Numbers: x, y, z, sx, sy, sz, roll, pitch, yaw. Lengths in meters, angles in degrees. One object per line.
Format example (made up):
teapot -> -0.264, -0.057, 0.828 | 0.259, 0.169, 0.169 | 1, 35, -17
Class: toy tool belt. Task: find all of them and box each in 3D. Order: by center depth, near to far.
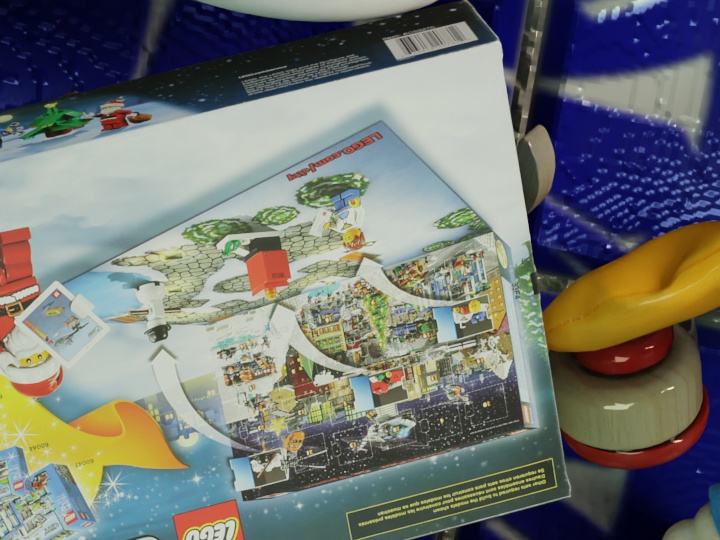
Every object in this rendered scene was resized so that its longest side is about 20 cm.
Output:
toy tool belt -> 0.000, 0.000, 0.822 | 0.199, 0.125, 0.123 | 0, 127, 12

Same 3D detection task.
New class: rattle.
rattle -> 0.113, -0.087, 0.749 | 0.142, 0.130, 0.201 | -1, 116, 28

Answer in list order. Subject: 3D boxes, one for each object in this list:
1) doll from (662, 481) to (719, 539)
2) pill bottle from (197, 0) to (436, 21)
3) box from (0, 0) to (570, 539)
doll -> 0.152, 0.086, 0.781 | 0.136, 0.049, 0.200 | 10, 137, 6
pill bottle -> -0.008, -0.177, 0.727 | 0.115, 0.116, 0.201 | 13, 121, 6
box -> -0.052, 0.019, 0.739 | 0.199, 0.038, 0.137 | -14, 116, -8
